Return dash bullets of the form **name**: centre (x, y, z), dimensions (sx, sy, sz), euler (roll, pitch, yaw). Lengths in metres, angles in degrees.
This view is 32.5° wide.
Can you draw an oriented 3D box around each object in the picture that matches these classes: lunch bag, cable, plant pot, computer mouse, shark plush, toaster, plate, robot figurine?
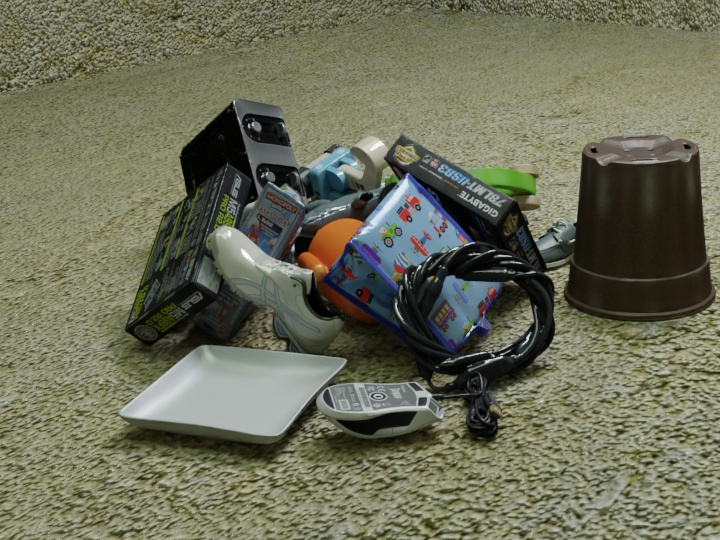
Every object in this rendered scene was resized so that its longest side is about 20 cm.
- **lunch bag**: centre (0.081, 0.007, 1.498), dimensions (0.199, 0.094, 0.151), euler (39, 50, 2)
- **cable**: centre (0.135, 0.047, 1.431), dimensions (0.198, 0.165, 0.051), euler (-22, -19, -18)
- **plant pot**: centre (0.362, -0.064, 1.610), dimensions (0.197, 0.201, 0.201), euler (-4, 19, 1)
- **computer mouse**: centre (0.050, 0.150, 1.312), dimensions (0.197, 0.044, 0.110), euler (-1, 24, -9)
- **shark plush**: centre (0.007, -0.082, 1.734), dimensions (0.197, 0.092, 0.083), euler (-13, -18, -2)
- **toaster**: centre (-0.180, -0.132, 1.864), dimensions (0.118, 0.183, 0.199), euler (0, -24, -41)
- **plate**: centre (-0.138, 0.142, 1.384), dimensions (0.197, 0.033, 0.200), euler (5, 21, 21)
- **robot figurine**: centre (0.002, 0.000, 1.628), dimensions (0.117, 0.144, 0.200), euler (-47, 29, -5)

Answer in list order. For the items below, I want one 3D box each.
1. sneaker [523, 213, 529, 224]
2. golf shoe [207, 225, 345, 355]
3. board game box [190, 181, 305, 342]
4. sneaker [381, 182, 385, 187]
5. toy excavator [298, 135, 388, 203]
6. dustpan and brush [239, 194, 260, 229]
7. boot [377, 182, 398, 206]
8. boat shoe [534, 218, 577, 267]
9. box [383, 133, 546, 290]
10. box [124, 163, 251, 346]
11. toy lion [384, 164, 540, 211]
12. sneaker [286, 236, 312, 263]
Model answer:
- **sneaker**: centre (0.155, -0.069, 1.837), dimensions (0.197, 0.074, 0.072), euler (-9, -9, -9)
- **golf shoe**: centre (-0.095, 0.011, 1.494), dimensions (0.097, 0.200, 0.078), euler (-40, 5, 35)
- **board game box**: centre (-0.126, -0.033, 1.622), dimensions (0.061, 0.201, 0.200), euler (32, 24, 2)
- **sneaker**: centre (0.071, -0.128, 2.015), dimensions (0.197, 0.088, 0.074), euler (4, 22, 25)
- **toy excavator**: centre (-0.013, -0.135, 1.908), dimensions (0.100, 0.196, 0.199), euler (-36, 40, -28)
- **dustpan and brush**: centre (-0.190, -0.022, 1.665), dimensions (0.057, 0.202, 0.140), euler (22, 18, -6)
- **boot**: centre (0.069, -0.054, 1.709), dimensions (0.070, 0.200, 0.132), euler (-44, 29, -5)
- **boat shoe**: centre (0.290, -0.050, 1.788), dimensions (0.198, 0.063, 0.073), euler (-15, 22, -28)
- **box**: centre (0.142, -0.076, 1.645), dimensions (0.198, 0.200, 0.050), euler (34, 80, 31)
- **box**: centre (-0.220, -0.021, 1.585), dimensions (0.160, 0.044, 0.202), euler (-33, 34, 41)
- **toy lion**: centre (0.143, -0.124, 1.846), dimensions (0.198, 0.070, 0.190), euler (-8, -12, 41)
- **sneaker**: centre (-0.032, -0.044, 1.823), dimensions (0.197, 0.073, 0.073), euler (-10, 43, -21)
